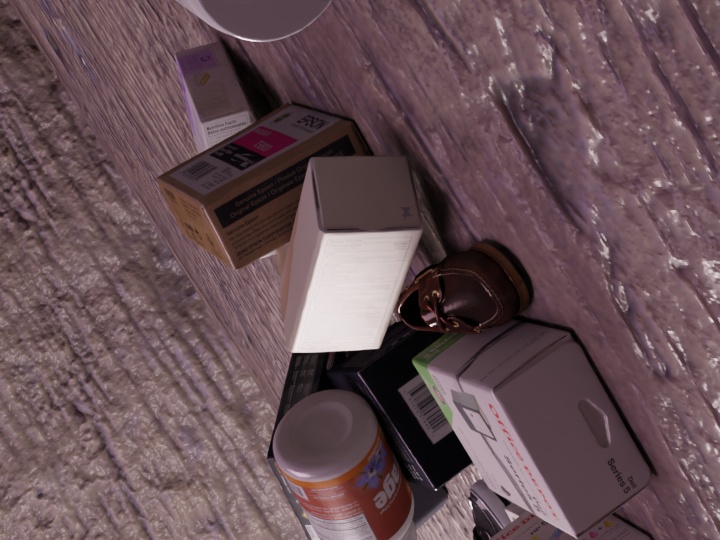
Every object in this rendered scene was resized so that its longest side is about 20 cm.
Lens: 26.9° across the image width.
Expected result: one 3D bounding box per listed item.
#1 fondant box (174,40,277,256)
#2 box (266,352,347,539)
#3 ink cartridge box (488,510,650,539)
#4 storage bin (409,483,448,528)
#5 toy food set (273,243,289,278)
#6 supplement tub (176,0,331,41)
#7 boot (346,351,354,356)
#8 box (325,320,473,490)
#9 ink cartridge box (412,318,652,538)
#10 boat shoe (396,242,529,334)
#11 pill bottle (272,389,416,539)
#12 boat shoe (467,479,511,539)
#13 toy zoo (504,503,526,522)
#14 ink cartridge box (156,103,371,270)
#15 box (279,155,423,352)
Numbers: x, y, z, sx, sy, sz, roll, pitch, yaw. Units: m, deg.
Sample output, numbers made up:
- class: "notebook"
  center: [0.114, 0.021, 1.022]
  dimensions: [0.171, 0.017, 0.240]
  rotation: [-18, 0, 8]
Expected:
- class: "fondant box"
  center: [-0.148, -0.129, 1.665]
  dimensions: [0.145, 0.058, 0.201]
  rotation: [-115, 13, -48]
- class: "box"
  center: [-0.044, 0.186, 1.706]
  dimensions: [0.201, 0.046, 0.160]
  rotation: [-78, -26, -45]
- class: "ink cartridge box"
  center: [0.198, 0.302, 1.399]
  dimensions: [0.126, 0.128, 0.200]
  rotation: [60, 168, -16]
- class: "storage bin"
  center: [0.024, 0.291, 2.081]
  dimensions: [0.201, 0.134, 0.146]
  rotation: [53, 168, 12]
- class: "toy food set"
  center: [-0.070, -0.060, 1.683]
  dimensions: [0.200, 0.060, 0.145]
  rotation: [121, 135, -76]
- class: "supplement tub"
  center: [-0.107, -0.259, 1.116]
  dimensions: [0.200, 0.131, 0.133]
  rotation: [39, 160, 52]
- class: "boot"
  center: [0.025, 0.108, 1.773]
  dimensions: [0.165, 0.065, 0.201]
  rotation: [42, 158, 45]
- class: "box"
  center: [0.057, 0.138, 1.593]
  dimensions: [0.149, 0.104, 0.200]
  rotation: [56, 169, -4]
- class: "ink cartridge box"
  center: [0.139, 0.122, 1.259]
  dimensions: [0.146, 0.084, 0.200]
  rotation: [59, 168, -11]
- class: "boat shoe"
  center: [0.082, 0.025, 1.270]
  dimensions: [0.071, 0.070, 0.200]
  rotation: [57, 167, -1]
- class: "pill bottle"
  center: [-0.008, 0.226, 1.566]
  dimensions: [0.112, 0.112, 0.201]
  rotation: [44, 164, 46]
- class: "boat shoe"
  center: [0.163, 0.338, 1.798]
  dimensions: [0.070, 0.066, 0.201]
  rotation: [40, 161, 53]
- class: "toy zoo"
  center: [0.218, 0.317, 1.627]
  dimensions: [0.132, 0.020, 0.200]
  rotation: [58, 169, -8]
- class: "ink cartridge box"
  center: [-0.093, -0.085, 1.447]
  dimensions: [0.076, 0.164, 0.200]
  rotation: [63, 166, -19]
- class: "box"
  center: [-0.012, -0.011, 1.331]
  dimensions: [0.201, 0.094, 0.078]
  rotation: [110, 155, -55]
